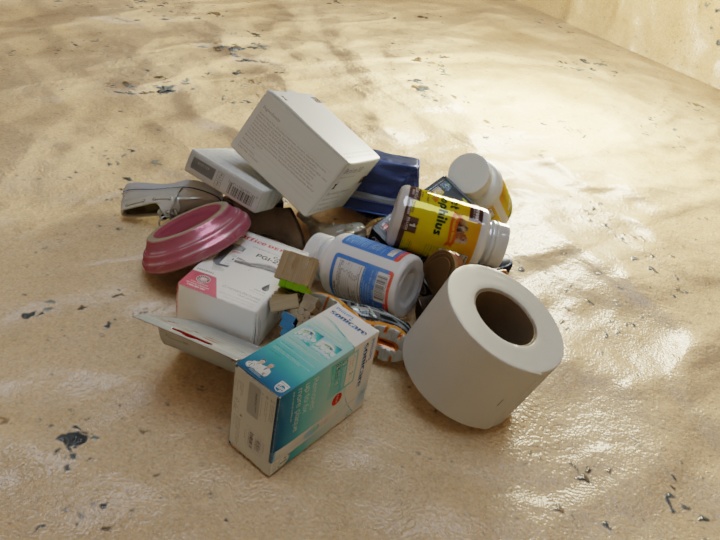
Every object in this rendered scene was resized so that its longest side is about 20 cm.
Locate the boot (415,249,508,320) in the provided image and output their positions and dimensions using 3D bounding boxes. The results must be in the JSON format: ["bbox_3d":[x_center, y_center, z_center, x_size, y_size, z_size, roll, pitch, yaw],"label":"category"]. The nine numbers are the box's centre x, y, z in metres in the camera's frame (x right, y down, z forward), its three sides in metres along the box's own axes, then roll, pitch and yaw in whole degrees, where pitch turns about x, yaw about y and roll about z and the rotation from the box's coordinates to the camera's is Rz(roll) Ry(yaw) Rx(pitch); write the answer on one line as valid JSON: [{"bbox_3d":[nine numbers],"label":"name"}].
[{"bbox_3d":[0.180,0.019,1.218,0.153,0.201,0.074,-11,61,-16],"label":"boot"}]

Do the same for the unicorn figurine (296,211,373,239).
[{"bbox_3d":[-0.059,-0.072,1.404,0.197,0.075,0.138,13,25,0],"label":"unicorn figurine"}]

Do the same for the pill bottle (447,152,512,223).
[{"bbox_3d":[0.239,-0.158,1.481,0.112,0.114,0.200,29,-3,26],"label":"pill bottle"}]

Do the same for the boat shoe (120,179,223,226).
[{"bbox_3d":[-0.358,-0.117,1.371,0.199,0.075,0.087,2,63,8],"label":"boat shoe"}]

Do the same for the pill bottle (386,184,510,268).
[{"bbox_3d":[0.150,-0.069,1.256,0.198,0.110,0.110,16,34,-2],"label":"pill bottle"}]

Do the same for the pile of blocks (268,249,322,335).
[{"bbox_3d":[-0.094,0.070,1.143,0.081,0.062,0.203,-7,77,5],"label":"pile of blocks"}]

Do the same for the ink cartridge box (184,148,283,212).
[{"bbox_3d":[-0.215,-0.175,1.390,0.159,0.048,0.200,30,16,11],"label":"ink cartridge box"}]

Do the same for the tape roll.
[{"bbox_3d":[0.180,0.111,1.091,0.201,0.140,0.204,21,39,-18],"label":"tape roll"}]

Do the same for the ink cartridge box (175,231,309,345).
[{"bbox_3d":[-0.189,0.026,1.208,0.144,0.086,0.200,19,33,12],"label":"ink cartridge box"}]

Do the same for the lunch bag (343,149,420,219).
[{"bbox_3d":[0.036,-0.175,1.524,0.197,0.134,0.136,13,17,4],"label":"lunch bag"}]

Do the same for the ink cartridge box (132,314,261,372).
[{"bbox_3d":[-0.210,0.112,1.017,0.158,0.048,0.200,20,-1,12],"label":"ink cartridge box"}]

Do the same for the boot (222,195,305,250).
[{"bbox_3d":[-0.202,-0.088,1.395,0.145,0.071,0.200,-13,39,-21],"label":"boot"}]

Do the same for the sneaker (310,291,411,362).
[{"bbox_3d":[-0.006,0.086,1.191,0.198,0.079,0.077,24,24,12],"label":"sneaker"}]

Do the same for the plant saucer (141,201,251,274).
[{"bbox_3d":[-0.287,-0.064,1.258,0.198,0.051,0.201,-19,21,7],"label":"plant saucer"}]

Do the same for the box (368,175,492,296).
[{"bbox_3d":[0.138,-0.064,1.341,0.199,0.044,0.160,-35,72,-26],"label":"box"}]

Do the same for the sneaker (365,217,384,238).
[{"bbox_3d":[0.107,-0.067,1.453,0.197,0.077,0.088,3,3,5],"label":"sneaker"}]

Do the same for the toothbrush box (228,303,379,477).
[{"bbox_3d":[-0.076,0.157,0.995,0.085,0.148,0.199,31,38,26],"label":"toothbrush box"}]

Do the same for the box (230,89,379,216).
[{"bbox_3d":[-0.097,-0.222,1.368,0.200,0.131,0.199,43,21,7],"label":"box"}]

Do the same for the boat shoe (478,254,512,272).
[{"bbox_3d":[0.207,-0.014,1.390,0.198,0.069,0.084,-8,38,-25],"label":"boat shoe"}]

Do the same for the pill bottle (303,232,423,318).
[{"bbox_3d":[0.000,0.000,1.264,0.198,0.113,0.112,20,34,28],"label":"pill bottle"}]
